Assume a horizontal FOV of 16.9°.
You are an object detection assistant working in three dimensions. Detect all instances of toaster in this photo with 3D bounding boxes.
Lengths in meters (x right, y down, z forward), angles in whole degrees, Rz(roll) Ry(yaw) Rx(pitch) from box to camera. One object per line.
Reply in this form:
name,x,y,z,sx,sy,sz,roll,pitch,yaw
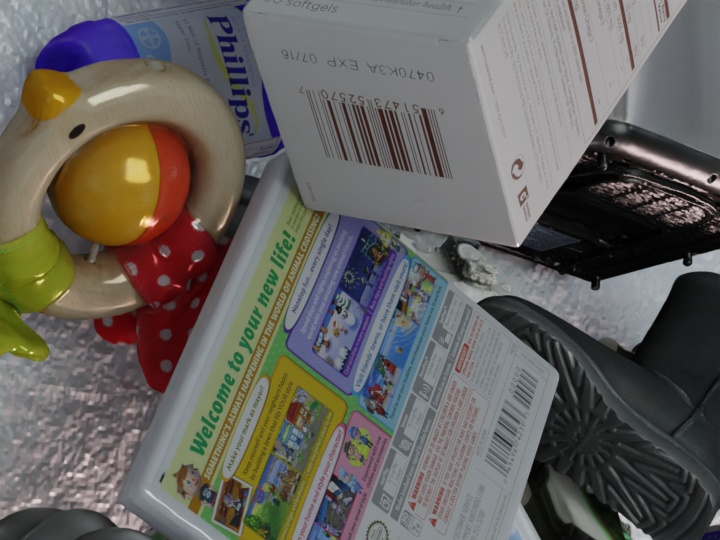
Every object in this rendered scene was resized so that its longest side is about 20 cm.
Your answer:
toaster,0.119,-0.077,1.293,0.200,0.181,0.119,17,67,-38

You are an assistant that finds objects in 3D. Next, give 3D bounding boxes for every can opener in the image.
can opener,0.000,0.000,1.252,0.200,0.067,0.053,18,33,-32

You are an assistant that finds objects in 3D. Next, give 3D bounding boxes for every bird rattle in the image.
bird rattle,-0.109,-0.018,1.092,0.200,0.113,0.163,6,122,-30

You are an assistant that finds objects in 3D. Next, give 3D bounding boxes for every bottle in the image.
bottle,-0.065,-0.094,1.206,0.200,0.065,0.084,-15,93,-42

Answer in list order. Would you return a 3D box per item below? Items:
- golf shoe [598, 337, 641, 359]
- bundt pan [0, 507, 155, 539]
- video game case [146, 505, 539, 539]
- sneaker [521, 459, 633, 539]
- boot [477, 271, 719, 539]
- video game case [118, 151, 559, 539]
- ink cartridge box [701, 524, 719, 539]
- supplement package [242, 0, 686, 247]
golf shoe,0.203,0.071,1.411,0.200,0.077,0.088,0,54,-56
bundt pan,-0.096,0.172,1.045,0.202,0.202,0.076,46,62,-27
video game case,0.009,0.177,1.170,0.182,0.022,0.200,-29,95,-6
sneaker,0.124,0.150,1.263,0.088,0.077,0.200,8,51,-46
boot,0.153,0.043,1.284,0.165,0.066,0.200,44,37,3
video game case,-0.002,0.073,1.085,0.182,0.022,0.200,39,50,-21
ink cartridge box,0.169,0.226,1.261,0.043,0.200,0.198,28,74,-8
supplement package,0.056,-0.125,1.090,0.200,0.117,0.117,-54,141,-36
